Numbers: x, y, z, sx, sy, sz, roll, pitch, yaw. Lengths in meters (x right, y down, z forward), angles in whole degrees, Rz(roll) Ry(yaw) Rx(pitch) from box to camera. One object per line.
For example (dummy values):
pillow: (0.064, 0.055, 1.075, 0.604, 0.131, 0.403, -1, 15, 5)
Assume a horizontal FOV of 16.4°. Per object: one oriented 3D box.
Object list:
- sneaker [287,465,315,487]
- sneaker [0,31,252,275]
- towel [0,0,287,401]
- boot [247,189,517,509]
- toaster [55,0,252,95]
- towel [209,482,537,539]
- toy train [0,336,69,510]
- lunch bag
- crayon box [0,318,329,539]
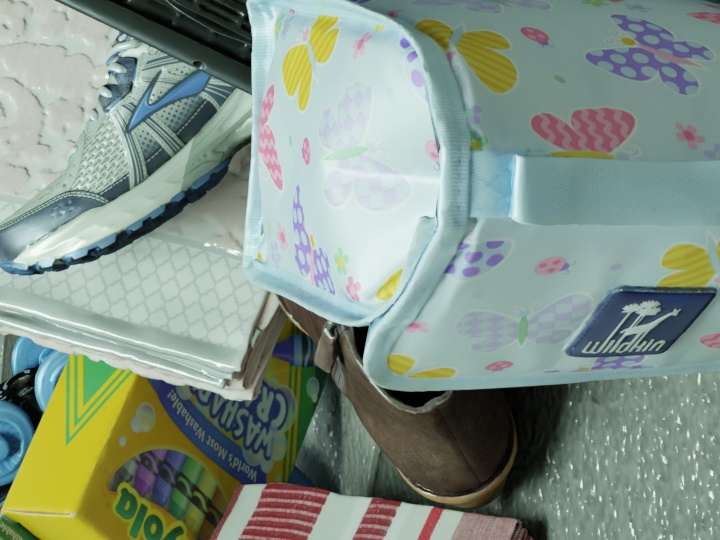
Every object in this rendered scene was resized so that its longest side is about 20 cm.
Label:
sneaker: (-0.101, 0.175, 1.302, 0.083, 0.071, 0.200, 36, 94, 22)
sneaker: (-0.087, -0.074, 1.101, 0.085, 0.200, 0.077, 54, 174, 1)
towel: (-0.110, -0.050, 1.170, 0.032, 0.199, 0.192, 69, -143, -63)
boot: (0.000, 0.000, 1.024, 0.201, 0.072, 0.166, 57, 178, 24)
toaster: (-0.014, -0.163, 0.931, 0.181, 0.199, 0.119, -56, 20, 29)
towel: (-0.019, 0.164, 1.078, 0.199, 0.023, 0.145, 3, 59, 52)
toy train: (-0.139, 0.081, 1.329, 0.115, 0.200, 0.087, 57, 169, -20)
lunch bag: (0.065, -0.029, 0.793, 0.200, 0.168, 0.128, -160, 70, -68)
crayon box: (-0.093, 0.089, 1.190, 0.051, 0.126, 0.201, -1, 55, 37)
